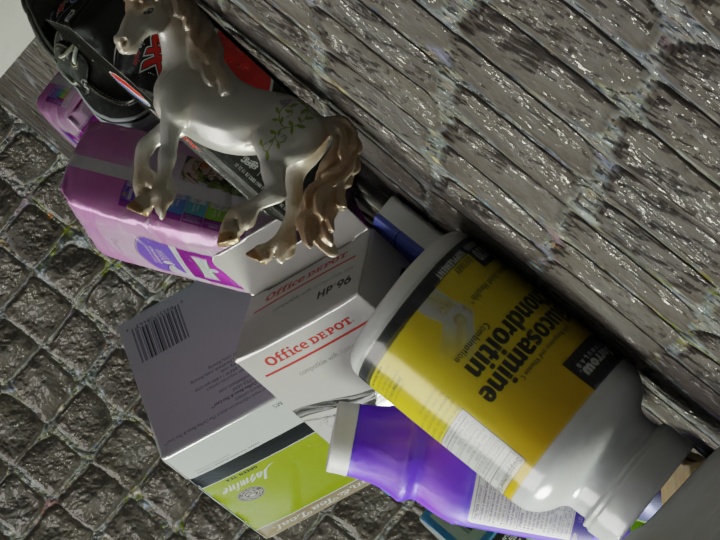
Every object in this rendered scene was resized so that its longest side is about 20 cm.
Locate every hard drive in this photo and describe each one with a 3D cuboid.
[{"bbox_3d":[0.096,0.033,1.606,0.200,0.025,0.132,39,174,10],"label":"hard drive"}]

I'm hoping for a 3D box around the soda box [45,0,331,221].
[{"bbox_3d":[-0.100,-0.115,1.523,0.200,0.063,0.071,41,174,-22],"label":"soda box"}]

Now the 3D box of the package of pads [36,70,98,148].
[{"bbox_3d":[-0.206,-0.125,2.081,0.120,0.076,0.200,38,175,-17],"label":"package of pads"}]

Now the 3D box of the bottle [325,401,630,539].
[{"bbox_3d":[0.079,0.125,1.554,0.200,0.084,0.065,10,-177,0],"label":"bottle"}]

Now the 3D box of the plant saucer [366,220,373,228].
[{"bbox_3d":[0.000,0.000,1.753,0.200,0.070,0.019,36,168,30],"label":"plant saucer"}]

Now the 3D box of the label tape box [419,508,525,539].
[{"bbox_3d":[0.140,0.193,1.976,0.066,0.143,0.200,37,174,29],"label":"label tape box"}]

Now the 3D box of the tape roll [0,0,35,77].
[{"bbox_3d":[-0.355,-0.228,1.916,0.203,0.139,0.203,38,174,5],"label":"tape roll"}]

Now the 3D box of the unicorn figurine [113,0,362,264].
[{"bbox_3d":[-0.090,-0.090,1.447,0.200,0.138,0.074,21,-179,-2],"label":"unicorn figurine"}]

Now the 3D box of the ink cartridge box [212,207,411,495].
[{"bbox_3d":[0.000,0.051,1.601,0.200,0.116,0.068,43,-144,-25],"label":"ink cartridge box"}]

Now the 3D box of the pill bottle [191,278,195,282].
[{"bbox_3d":[-0.109,-0.048,1.883,0.111,0.111,0.200,36,174,35],"label":"pill bottle"}]

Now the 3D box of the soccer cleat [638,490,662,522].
[{"bbox_3d":[0.175,0.135,1.716,0.084,0.065,0.200,35,178,-27],"label":"soccer cleat"}]

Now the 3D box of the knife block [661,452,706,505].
[{"bbox_3d":[0.234,0.241,1.583,0.200,0.176,0.064,41,173,-10],"label":"knife block"}]

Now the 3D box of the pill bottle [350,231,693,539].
[{"bbox_3d":[0.101,0.076,1.474,0.200,0.112,0.112,38,174,9],"label":"pill bottle"}]

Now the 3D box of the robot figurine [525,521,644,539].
[{"bbox_3d":[0.204,0.207,1.804,0.200,0.116,0.175,35,-179,21],"label":"robot figurine"}]

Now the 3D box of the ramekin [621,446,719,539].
[{"bbox_3d":[0.258,0.189,1.415,0.200,0.098,0.200,40,175,4],"label":"ramekin"}]

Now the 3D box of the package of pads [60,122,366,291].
[{"bbox_3d":[-0.100,-0.036,1.696,0.200,0.076,0.121,15,167,13],"label":"package of pads"}]

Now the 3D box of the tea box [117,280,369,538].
[{"bbox_3d":[-0.047,0.083,1.879,0.197,0.200,0.134,49,-165,-56],"label":"tea box"}]

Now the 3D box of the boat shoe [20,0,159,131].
[{"bbox_3d":[-0.197,-0.159,1.762,0.071,0.072,0.200,39,179,-42],"label":"boat shoe"}]
